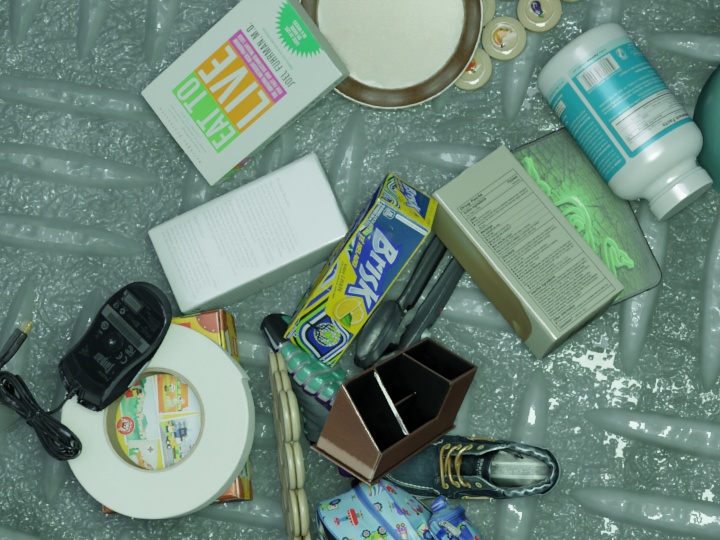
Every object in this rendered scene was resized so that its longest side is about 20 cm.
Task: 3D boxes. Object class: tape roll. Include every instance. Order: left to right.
[{"bbox_3d":[-0.207,0.155,1.604,0.202,0.037,0.204,-1,81,9],"label":"tape roll"}]

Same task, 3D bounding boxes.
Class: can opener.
[{"bbox_3d":[0.064,0.033,1.656,0.063,0.079,0.200,38,75,4],"label":"can opener"}]

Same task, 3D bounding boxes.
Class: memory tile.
[{"bbox_3d":[-0.070,0.195,1.569,0.017,0.153,0.201,-6,108,-7],"label":"memory tile"},{"bbox_3d":[0.143,-0.306,1.718,0.200,0.017,0.153,-41,79,0],"label":"memory tile"}]

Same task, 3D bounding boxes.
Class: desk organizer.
[{"bbox_3d":[0.039,0.136,1.557,0.072,0.200,0.077,30,113,19],"label":"desk organizer"}]

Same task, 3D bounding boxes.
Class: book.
[{"bbox_3d":[-0.124,-0.203,1.691,0.200,0.048,0.134,-39,83,22],"label":"book"}]

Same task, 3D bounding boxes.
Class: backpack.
[{"bbox_3d":[0.053,0.285,1.558,0.134,0.183,0.200,-41,75,0],"label":"backpack"}]

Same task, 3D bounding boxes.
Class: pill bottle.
[{"bbox_3d":[0.281,-0.151,1.628,0.111,0.111,0.200,-34,79,1],"label":"pill bottle"}]

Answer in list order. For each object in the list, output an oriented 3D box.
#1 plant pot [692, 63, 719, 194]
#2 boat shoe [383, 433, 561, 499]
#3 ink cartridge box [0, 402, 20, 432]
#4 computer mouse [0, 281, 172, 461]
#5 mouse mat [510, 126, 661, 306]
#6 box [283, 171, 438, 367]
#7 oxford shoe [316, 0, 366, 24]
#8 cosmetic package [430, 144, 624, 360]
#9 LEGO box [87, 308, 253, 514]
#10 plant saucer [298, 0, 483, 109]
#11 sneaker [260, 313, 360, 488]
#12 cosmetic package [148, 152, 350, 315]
[{"bbox_3d":[0.443,-0.163,1.583,0.200,0.161,0.201,-1,81,8],"label":"plant pot"},{"bbox_3d":[0.106,0.200,1.607,0.199,0.091,0.071,-1,81,8],"label":"boat shoe"},{"bbox_3d":[-0.491,0.122,1.702,0.145,0.084,0.200,-39,78,0],"label":"ink cartridge box"},{"bbox_3d":[-0.283,0.081,1.590,0.140,0.046,0.200,37,92,17],"label":"computer mouse"},{"bbox_3d":[0.213,-0.046,1.674,0.160,0.008,0.201,-24,80,3],"label":"mouse mat"},{"bbox_3d":[0.000,0.000,1.611,0.064,0.070,0.200,31,119,-6],"label":"box"},{"bbox_3d":[0.027,-0.356,1.720,0.071,0.071,0.200,34,97,4],"label":"oxford shoe"},{"bbox_3d":[0.167,-0.019,1.624,0.105,0.071,0.200,-33,77,-18],"label":"cosmetic package"},{"bbox_3d":[-0.202,0.152,1.662,0.148,0.077,0.201,-7,80,6],"label":"LEGO box"},{"bbox_3d":[0.033,-0.276,1.682,0.199,0.034,0.201,1,102,4],"label":"plant saucer"},{"bbox_3d":[-0.052,0.136,1.652,0.200,0.074,0.088,47,118,24],"label":"sneaker"},{"bbox_3d":[-0.115,-0.035,1.683,0.199,0.071,0.102,-24,79,3],"label":"cosmetic package"}]
